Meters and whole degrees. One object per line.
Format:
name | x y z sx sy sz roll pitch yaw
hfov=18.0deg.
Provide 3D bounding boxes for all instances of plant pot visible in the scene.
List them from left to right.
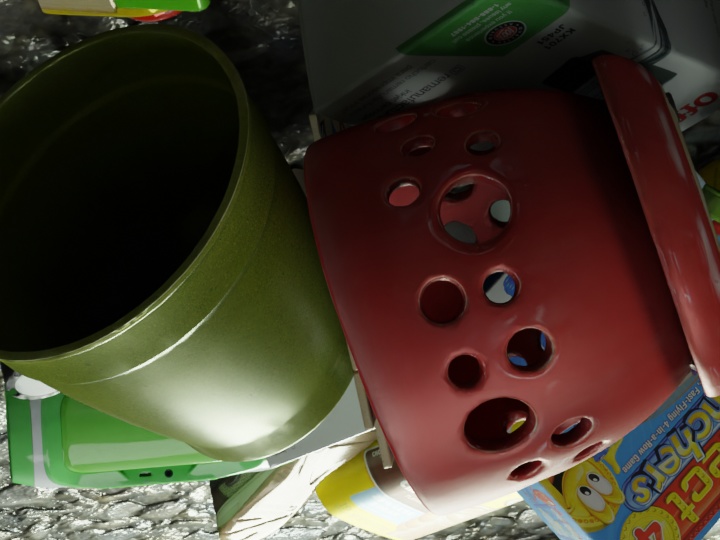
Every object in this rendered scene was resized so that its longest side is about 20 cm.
plant pot | -0.097 0.004 1.226 0.200 0.201 0.193 -20 141 21
plant pot | 0.087 0.003 1.135 0.182 0.201 0.201 -18 152 6

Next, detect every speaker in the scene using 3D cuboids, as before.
speaker | -0.143 0.102 1.565 0.199 0.089 0.089 -4 153 -10

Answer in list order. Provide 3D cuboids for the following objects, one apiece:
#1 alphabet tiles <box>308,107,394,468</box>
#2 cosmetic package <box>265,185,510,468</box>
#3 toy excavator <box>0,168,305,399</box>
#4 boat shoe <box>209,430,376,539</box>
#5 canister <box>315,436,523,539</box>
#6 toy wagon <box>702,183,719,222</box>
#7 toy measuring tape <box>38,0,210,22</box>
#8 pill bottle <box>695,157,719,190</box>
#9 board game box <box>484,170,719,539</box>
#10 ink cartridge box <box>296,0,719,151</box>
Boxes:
alphabet tiles | 0.000 0.000 1.264 0.006 0.201 0.166 -10 -167 8
cosmetic package | 0.015 0.031 1.400 0.199 0.113 0.081 -25 -174 19
toy excavator | -0.141 -0.012 1.348 0.200 0.100 0.194 -32 148 23
boat shoe | -0.042 0.118 1.650 0.072 0.065 0.200 11 130 -50
canister | 0.079 0.129 1.688 0.199 0.087 0.148 -24 149 30
toy wagon | 0.237 -0.096 1.240 0.039 0.156 0.200 29 -172 6
toy measuring tape | -0.139 -0.159 1.100 0.199 0.074 0.074 5 158 21
pill bottle | 0.251 -0.027 1.414 0.200 0.105 0.104 -28 148 33
board game box | 0.156 0.051 1.320 0.196 0.200 0.056 47 166 -11
ink cartridge box | 0.088 -0.122 1.199 0.199 0.083 0.146 15 145 -41
